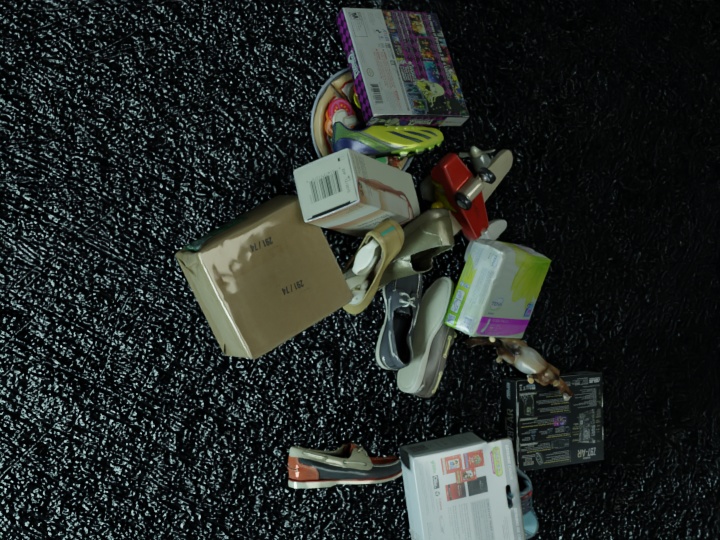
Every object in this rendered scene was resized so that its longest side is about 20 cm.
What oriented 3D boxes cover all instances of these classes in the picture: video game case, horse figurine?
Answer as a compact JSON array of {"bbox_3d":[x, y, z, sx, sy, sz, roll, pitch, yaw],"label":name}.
[{"bbox_3d":[0.067,-0.324,1.737,0.181,0.036,0.201,-5,69,-29],"label":"video game case"},{"bbox_3d":[0.277,0.155,1.851,0.200,0.132,0.050,33,100,17],"label":"horse figurine"}]

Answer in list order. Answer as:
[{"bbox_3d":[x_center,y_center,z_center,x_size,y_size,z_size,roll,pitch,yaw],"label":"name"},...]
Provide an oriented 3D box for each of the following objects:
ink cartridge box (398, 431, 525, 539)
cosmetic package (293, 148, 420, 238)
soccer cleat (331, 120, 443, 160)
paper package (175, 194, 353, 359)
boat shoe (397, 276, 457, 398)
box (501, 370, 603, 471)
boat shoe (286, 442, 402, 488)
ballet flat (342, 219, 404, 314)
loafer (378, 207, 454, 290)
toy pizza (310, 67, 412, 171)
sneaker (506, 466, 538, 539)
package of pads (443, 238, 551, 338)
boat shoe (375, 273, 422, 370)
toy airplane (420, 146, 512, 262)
[{"bbox_3d":[0.169,0.378,1.794,0.175,0.084,0.201,-9,95,-14],"label":"ink cartridge box"},{"bbox_3d":[-0.001,-0.111,1.646,0.200,0.103,0.088,11,62,-58],"label":"cosmetic package"},{"bbox_3d":[0.046,-0.214,1.716,0.199,0.065,0.084,-12,89,-29],"label":"soccer cleat"},{"bbox_3d":[-0.141,0.008,1.625,0.200,0.103,0.191,-31,104,-25],"label":"paper package"},{"bbox_3d":[0.123,0.111,1.797,0.059,0.072,0.201,23,83,-34],"label":"boat shoe"},{"bbox_3d":[0.344,0.266,1.939,0.199,0.043,0.161,-3,92,-30],"label":"box"},{"bbox_3d":[-0.022,0.304,1.719,0.199,0.071,0.063,1,87,-26],"label":"boat shoe"},{"bbox_3d":[0.000,0.000,1.669,0.069,0.200,0.063,43,41,18],"label":"ballet flat"},{"bbox_3d":[0.068,-0.019,1.701,0.076,0.200,0.068,5,52,-48],"label":"loafer"},{"bbox_3d":[0.013,-0.230,1.751,0.199,0.032,0.201,0,91,-30],"label":"toy pizza"},{"bbox_3d":[0.255,0.386,1.859,0.079,0.095,0.200,-40,109,-23],"label":"sneaker"},{"bbox_3d":[0.232,0.030,1.797,0.200,0.068,0.155,6,106,-57],"label":"package of pads"},{"bbox_3d":[0.075,0.064,1.771,0.072,0.063,0.201,13,83,-26],"label":"boat shoe"},{"bbox_3d":[0.160,-0.109,1.792,0.200,0.141,0.200,-12,126,-49],"label":"toy airplane"}]
